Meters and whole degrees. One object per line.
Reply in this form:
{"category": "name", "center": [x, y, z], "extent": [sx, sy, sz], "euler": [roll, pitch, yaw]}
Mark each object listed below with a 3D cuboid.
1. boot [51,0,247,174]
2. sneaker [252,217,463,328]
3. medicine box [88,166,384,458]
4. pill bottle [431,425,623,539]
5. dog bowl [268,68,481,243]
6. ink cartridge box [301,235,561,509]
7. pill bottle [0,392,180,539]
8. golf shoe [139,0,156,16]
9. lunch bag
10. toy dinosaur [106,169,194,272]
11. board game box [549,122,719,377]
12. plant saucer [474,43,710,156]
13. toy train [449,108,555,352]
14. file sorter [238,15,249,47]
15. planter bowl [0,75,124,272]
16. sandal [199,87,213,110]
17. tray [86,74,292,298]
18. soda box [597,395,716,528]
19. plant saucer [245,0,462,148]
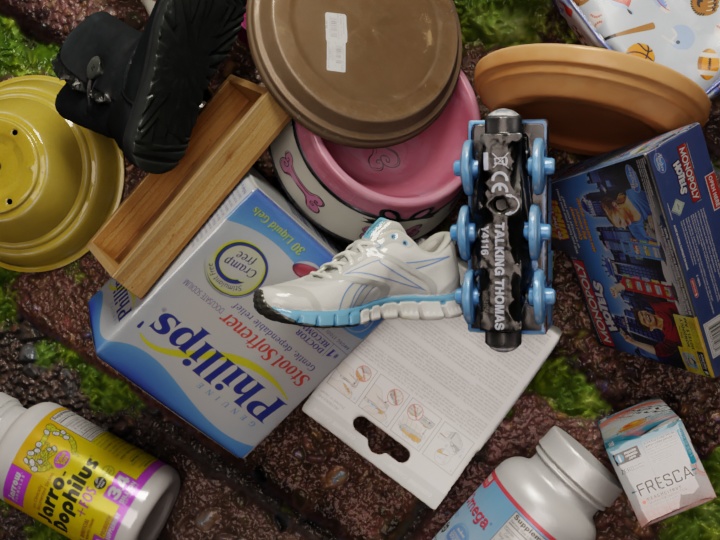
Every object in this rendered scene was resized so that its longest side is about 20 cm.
{"category": "boot", "center": [-0.192, -0.200, 0.944], "extent": [0.168, 0.076, 0.201], "euler": [35, 108, 40]}
{"category": "sneaker", "center": [0.000, 0.000, 0.910], "extent": [0.199, 0.075, 0.087], "euler": [-5, 101, -33]}
{"category": "medicine box", "center": [-0.110, 0.033, 0.979], "extent": [0.200, 0.103, 0.182], "euler": [-45, 119, 6]}
{"category": "pill bottle", "center": [0.138, 0.241, 0.975], "extent": [0.109, 0.109, 0.200], "euler": [41, 96, 7]}
{"category": "dog bowl", "center": [0.020, -0.126, 0.968], "extent": [0.199, 0.074, 0.202], "euler": [5, 75, -18]}
{"category": "ink cartridge box", "center": [0.066, 0.092, 1.020], "extent": [0.162, 0.057, 0.201], "euler": [36, 99, 8]}
{"category": "pill bottle", "center": [-0.282, 0.195, 1.048], "extent": [0.199, 0.104, 0.105], "euler": [26, 94, 9]}
{"category": "golf shoe", "center": [-0.200, -0.291, 1.064], "extent": [0.088, 0.077, 0.201], "euler": [-15, 85, 29]}
{"category": "lunch bag", "center": [0.278, -0.239, 0.973], "extent": [0.160, 0.076, 0.200], "euler": [-38, 83, 5]}
{"category": "toy dinosaur", "center": [-0.149, -0.037, 1.049], "extent": [0.199, 0.102, 0.137], "euler": [-9, 103, -12]}
{"category": "board game box", "center": [0.229, -0.026, 0.941], "extent": [0.061, 0.200, 0.201], "euler": [-28, 109, -19]}
{"category": "plant saucer", "center": [0.191, -0.136, 0.920], "extent": [0.199, 0.200, 0.038], "euler": [12, 82, 9]}
{"category": "toy train", "center": [0.125, -0.034, 0.924], "extent": [0.086, 0.114, 0.202], "euler": [0, 96, 15]}
{"category": "file sorter", "center": [-0.091, -0.331, 1.002], "extent": [0.125, 0.139, 0.201], "euler": [-19, 87, 7]}
{"category": "planter bowl", "center": [-0.342, -0.099, 1.071], "extent": [0.199, 0.083, 0.202], "euler": [0, 89, 10]}
{"category": "sandal", "center": [-0.185, -0.172, 1.058], "extent": [0.199, 0.082, 0.055], "euler": [24, 75, 16]}
{"category": "tray", "center": [-0.148, -0.075, 0.935], "extent": [0.037, 0.099, 0.200], "euler": [41, 85, -31]}
{"category": "soda box", "center": [0.243, 0.155, 0.911], "extent": [0.063, 0.200, 0.069], "euler": [-25, 85, 8]}
{"category": "plant saucer", "center": [0.002, -0.203, 0.917], "extent": [0.199, 0.029, 0.202], "euler": [3, 81, -22]}
